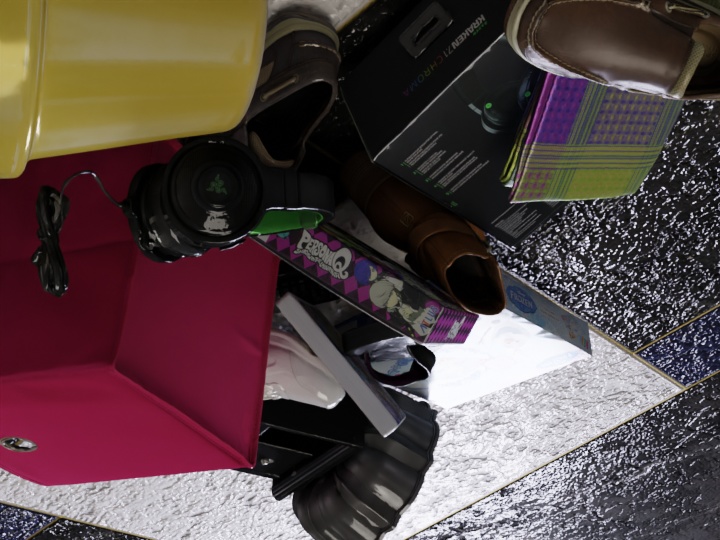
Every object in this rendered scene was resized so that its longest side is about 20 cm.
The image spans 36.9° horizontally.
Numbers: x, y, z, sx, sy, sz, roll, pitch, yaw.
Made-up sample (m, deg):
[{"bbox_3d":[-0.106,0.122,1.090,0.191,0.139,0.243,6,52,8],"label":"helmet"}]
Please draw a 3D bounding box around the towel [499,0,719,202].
[{"bbox_3d":[0.181,-0.140,0.751,0.142,0.023,0.202,-5,125,-30],"label":"towel"}]

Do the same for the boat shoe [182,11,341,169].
[{"bbox_3d":[-0.081,-0.105,0.824,0.074,0.074,0.200,11,137,-29],"label":"boat shoe"}]

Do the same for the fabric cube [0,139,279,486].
[{"bbox_3d":[-0.199,0.039,0.833,0.197,0.202,0.196,-8,148,22],"label":"fabric cube"}]

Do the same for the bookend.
[{"bbox_3d":[-0.125,0.148,1.109,0.198,0.093,0.199,18,146,-24],"label":"bookend"}]

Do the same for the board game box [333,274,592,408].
[{"bbox_3d":[0.103,0.073,1.118,0.199,0.044,0.198,-26,143,35],"label":"board game box"}]

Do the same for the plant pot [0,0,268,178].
[{"bbox_3d":[-0.159,-0.150,0.612,0.187,0.202,0.202,2,142,-23],"label":"plant pot"}]

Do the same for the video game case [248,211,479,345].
[{"bbox_3d":[0.000,0.000,0.856,0.036,0.180,0.200,-59,166,4],"label":"video game case"}]

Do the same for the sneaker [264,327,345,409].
[{"bbox_3d":[-0.112,0.094,0.960,0.198,0.100,0.078,19,160,14],"label":"sneaker"}]

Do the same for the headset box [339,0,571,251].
[{"bbox_3d":[0.107,-0.133,0.815,0.174,0.093,0.199,-42,136,23],"label":"headset box"}]

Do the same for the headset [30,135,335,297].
[{"bbox_3d":[-0.108,-0.029,0.688,0.198,0.095,0.123,2,172,-34],"label":"headset"}]

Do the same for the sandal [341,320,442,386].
[{"bbox_3d":[0.030,0.079,0.973,0.074,0.049,0.200,-17,169,15],"label":"sandal"}]

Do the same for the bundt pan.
[{"bbox_3d":[-0.005,0.211,1.184,0.075,0.203,0.202,36,125,-16],"label":"bundt pan"}]

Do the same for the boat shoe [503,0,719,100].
[{"bbox_3d":[0.186,-0.145,0.682,0.200,0.075,0.075,-2,124,-31],"label":"boat shoe"}]

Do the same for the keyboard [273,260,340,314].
[{"bbox_3d":[-0.113,0.014,1.019,0.197,0.021,0.128,-13,144,-2],"label":"keyboard"}]

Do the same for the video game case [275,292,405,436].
[{"bbox_3d":[-0.012,0.086,0.978,0.018,0.144,0.200,-39,173,0],"label":"video game case"}]

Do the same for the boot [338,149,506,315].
[{"bbox_3d":[0.081,-0.020,0.908,0.077,0.155,0.200,-48,140,4],"label":"boot"}]
